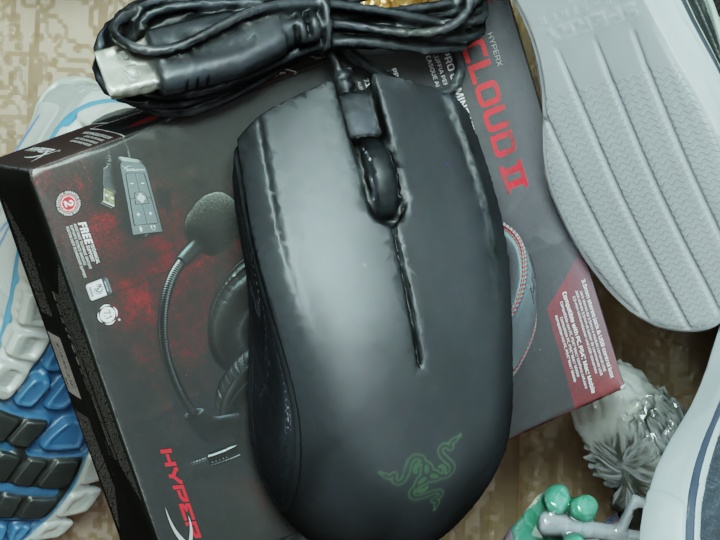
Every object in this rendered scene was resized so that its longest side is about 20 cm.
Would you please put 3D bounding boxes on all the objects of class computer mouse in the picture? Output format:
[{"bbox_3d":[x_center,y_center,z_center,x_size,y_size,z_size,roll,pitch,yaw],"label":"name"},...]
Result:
[{"bbox_3d":[0.000,0.000,0.681,0.138,0.053,0.201,-14,99,-20],"label":"computer mouse"}]

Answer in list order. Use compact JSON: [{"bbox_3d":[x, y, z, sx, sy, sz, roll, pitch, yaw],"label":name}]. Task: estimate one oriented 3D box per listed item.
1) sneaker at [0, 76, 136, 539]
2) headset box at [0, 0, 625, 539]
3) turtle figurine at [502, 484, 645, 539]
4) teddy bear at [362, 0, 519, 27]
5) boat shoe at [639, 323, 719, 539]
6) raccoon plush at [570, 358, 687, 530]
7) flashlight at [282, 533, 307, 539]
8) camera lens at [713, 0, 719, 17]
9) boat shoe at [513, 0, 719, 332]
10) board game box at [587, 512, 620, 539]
[{"bbox_3d":[-0.125,0.018,0.819,0.075,0.087,0.201,16,106,-32],"label":"sneaker"},{"bbox_3d":[-0.008,-0.002,0.747,0.199,0.075,0.149,-21,102,-18],"label":"headset box"},{"bbox_3d":[0.047,0.160,0.733,0.199,0.101,0.151,-6,66,0],"label":"turtle figurine"},{"bbox_3d":[0.020,-0.023,0.825,0.144,0.067,0.201,23,85,-3],"label":"teddy bear"},{"bbox_3d":[0.152,0.063,0.682,0.090,0.201,0.071,-13,124,32],"label":"boat shoe"},{"bbox_3d":[0.188,0.091,0.801,0.134,0.097,0.201,-26,82,-43],"label":"raccoon plush"},{"bbox_3d":[-0.111,0.142,0.804,0.200,0.068,0.068,-37,89,-6],"label":"flashlight"},{"bbox_3d":[0.167,-0.161,0.777,0.159,0.200,0.161,0,84,-3],"label":"camera lens"},{"bbox_3d":[0.095,-0.079,0.715,0.072,0.071,0.201,-5,115,35],"label":"boat shoe"},{"bbox_3d":[0.089,0.221,0.820,0.199,0.043,0.200,-33,87,-5],"label":"board game box"}]
